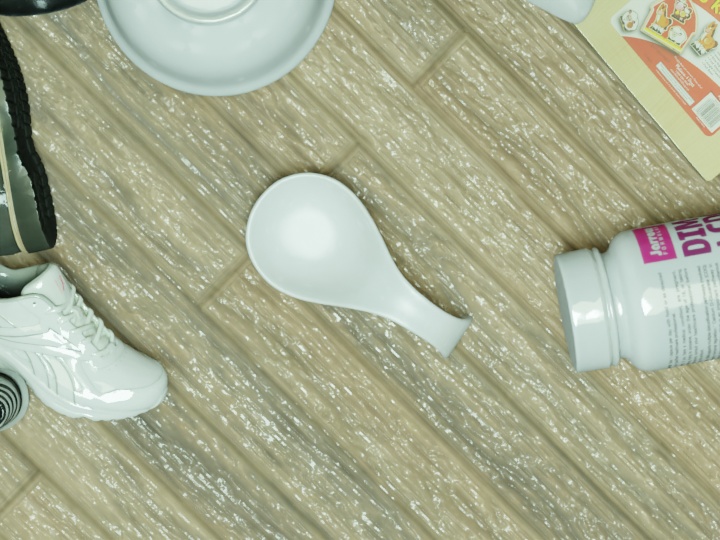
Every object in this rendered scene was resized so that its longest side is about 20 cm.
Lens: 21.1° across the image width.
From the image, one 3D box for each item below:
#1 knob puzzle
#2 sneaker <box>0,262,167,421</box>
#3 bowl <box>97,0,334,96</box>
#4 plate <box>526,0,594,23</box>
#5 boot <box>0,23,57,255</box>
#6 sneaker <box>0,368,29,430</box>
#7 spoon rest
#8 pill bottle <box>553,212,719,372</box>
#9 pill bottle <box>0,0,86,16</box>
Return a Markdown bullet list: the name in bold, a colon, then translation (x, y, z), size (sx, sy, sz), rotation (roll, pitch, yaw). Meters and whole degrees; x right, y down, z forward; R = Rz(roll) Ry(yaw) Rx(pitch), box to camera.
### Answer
- **knob puzzle**: translation (0.294, -0.203, 1.544), size (0.218, 0.030, 0.221), rotation (0, 93, 1)
- **sneaker**: translation (-0.240, 0.047, 1.522), size (0.199, 0.078, 0.100), rotation (23, 122, -3)
- **bowl**: translation (-0.117, -0.238, 1.513), size (0.200, 0.090, 0.202), rotation (0, 94, 1)
- **plate**: translation (0.140, -0.310, 1.461), size (0.199, 0.032, 0.201), rotation (20, 94, -32)
- **boot**: translation (-0.332, -0.102, 1.533), size (0.138, 0.077, 0.201), rotation (-11, 93, 6)
- **sneaker**: translation (-0.369, 0.117, 1.523), size (0.199, 0.115, 0.076), rotation (-12, 94, 1)
- **spoon rest**: translation (0.000, 0.000, 1.543), size (0.200, 0.061, 0.100), rotation (34, 93, -3)
- **pill bottle**: translation (0.258, 0.017, 1.517), size (0.199, 0.113, 0.114), rotation (-11, 94, 1)
- **pill bottle**: translation (-0.262, -0.303, 1.480), size (0.111, 0.112, 0.201), rotation (-8, 114, 1)
